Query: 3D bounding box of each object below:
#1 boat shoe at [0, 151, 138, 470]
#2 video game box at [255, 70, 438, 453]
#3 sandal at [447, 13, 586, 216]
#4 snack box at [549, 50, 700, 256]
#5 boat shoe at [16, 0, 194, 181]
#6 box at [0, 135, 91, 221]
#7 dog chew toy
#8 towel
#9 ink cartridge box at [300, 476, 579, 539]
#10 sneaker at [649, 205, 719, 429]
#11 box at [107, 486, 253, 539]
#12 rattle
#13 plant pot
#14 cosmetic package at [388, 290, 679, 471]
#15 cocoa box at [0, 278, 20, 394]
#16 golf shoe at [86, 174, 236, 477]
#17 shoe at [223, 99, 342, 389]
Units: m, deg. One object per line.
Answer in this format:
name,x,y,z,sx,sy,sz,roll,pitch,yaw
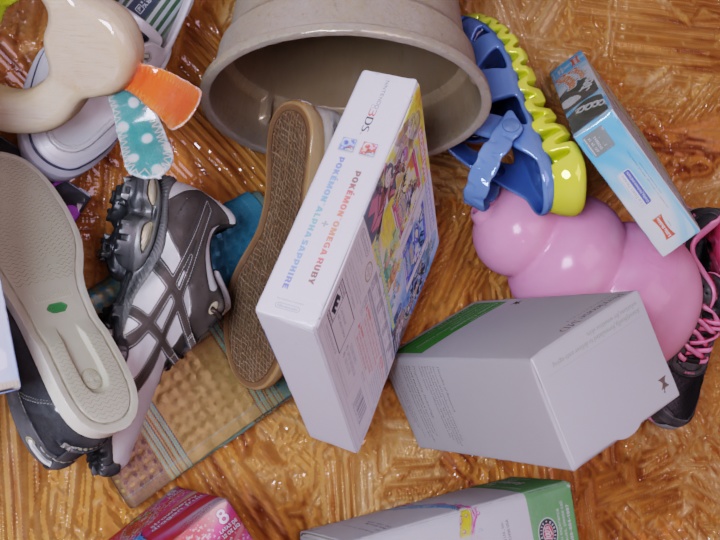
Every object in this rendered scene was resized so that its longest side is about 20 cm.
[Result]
boat shoe,-0.200,0.020,0.692,0.071,0.068,0.201,-4,62,-47
video game box,0.000,0.000,0.772,0.046,0.201,0.183,17,64,17
sandal,0.094,-0.118,0.874,0.086,0.080,0.201,-16,54,-12
snack box,0.205,-0.099,0.914,0.037,0.200,0.116,-35,106,17
boat shoe,-0.163,-0.153,0.763,0.073,0.067,0.202,31,63,-23
box,-0.280,-0.003,0.721,0.142,0.036,0.201,35,71,-21
dog chew toy,0.175,-0.003,0.922,0.199,0.124,0.125,32,71,-14
towel,-0.116,0.051,0.813,0.199,0.022,0.148,-34,101,-25
ink cartridge box,0.066,0.246,0.855,0.198,0.087,0.147,-9,89,-30
sneaker,0.284,0.036,0.988,0.078,0.095,0.202,11,81,-28
box,-0.153,0.237,0.729,0.199,0.099,0.096,-37,102,-26
rattle,-0.167,-0.143,0.713,0.198,0.143,0.132,17,103,8
plant pot,-0.009,-0.197,0.813,0.199,0.200,0.186,11,68,-27
cosmetic package,0.116,0.077,0.833,0.107,0.199,0.086,-28,98,-28
cocoa box,-0.278,-0.018,0.627,0.130,0.133,0.202,-11,90,-31
golf shoe,-0.129,0.038,0.753,0.094,0.078,0.202,13,82,-26
shoe,-0.044,-0.014,0.791,0.053,0.070,0.202,1,106,-49
